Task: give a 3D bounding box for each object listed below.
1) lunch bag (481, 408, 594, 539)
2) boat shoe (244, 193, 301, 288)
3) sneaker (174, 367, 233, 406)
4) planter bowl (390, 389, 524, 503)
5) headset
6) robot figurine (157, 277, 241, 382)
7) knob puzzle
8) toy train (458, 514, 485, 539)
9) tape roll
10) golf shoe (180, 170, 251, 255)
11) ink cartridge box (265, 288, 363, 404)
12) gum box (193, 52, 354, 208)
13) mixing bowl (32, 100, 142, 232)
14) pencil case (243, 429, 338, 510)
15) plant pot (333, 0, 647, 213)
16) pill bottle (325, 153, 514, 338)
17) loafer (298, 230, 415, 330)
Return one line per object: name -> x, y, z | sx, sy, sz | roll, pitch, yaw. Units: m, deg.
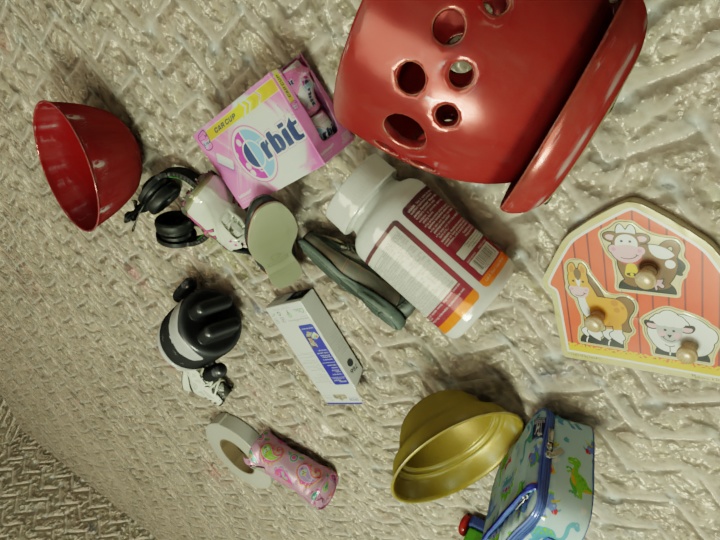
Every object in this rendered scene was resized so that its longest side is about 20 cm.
lunch bag -> 0.218, 0.285, 0.776 | 0.081, 0.162, 0.202 | 20, 137, 4
boat shoe -> -0.121, -0.046, 0.842 | 0.063, 0.070, 0.201 | 61, 170, 25
sneaker -> -0.312, 0.205, 1.273 | 0.114, 0.076, 0.202 | 23, 145, 12
planter bowl -> 0.115, 0.223, 0.846 | 0.203, 0.197, 0.084 | 96, 153, -44
headset -> -0.306, -0.102, 1.007 | 0.196, 0.094, 0.125 | -8, 115, 27
robot figurine -> -0.286, 0.107, 1.113 | 0.123, 0.153, 0.199 | 26, 147, -25
knob puzzle -> 0.271, 0.025, 0.613 | 0.217, 0.030, 0.223 | 25, 136, 25
toy train -> 0.189, 0.519, 1.045 | 0.083, 0.116, 0.203 | 18, 133, 30
tape roll -> -0.273, 0.417, 1.436 | 0.200, 0.037, 0.205 | 25, 137, 24
golf shoe -> -0.185, -0.075, 0.868 | 0.091, 0.073, 0.200 | 34, 171, 7
ink cartridge box -> -0.064, 0.126, 0.995 | 0.098, 0.039, 0.202 | -12, 113, 46
gum box -> -0.107, -0.164, 0.758 | 0.198, 0.066, 0.114 | -17, 113, 48
mixing bowl -> -0.414, -0.175, 0.978 | 0.198, 0.108, 0.204 | 26, 129, 37
pencil case -> -0.142, 0.407, 1.272 | 0.197, 0.087, 0.089 | 22, 136, 25
plant pot -> 0.102, -0.162, 0.477 | 0.180, 0.201, 0.202 | 29, 139, 7
pill bottle -> 0.063, -0.030, 0.688 | 0.199, 0.110, 0.110 | 42, 141, 6
loafer -> 0.000, 0.000, 0.820 | 0.199, 0.063, 0.072 | 39, 170, 31
